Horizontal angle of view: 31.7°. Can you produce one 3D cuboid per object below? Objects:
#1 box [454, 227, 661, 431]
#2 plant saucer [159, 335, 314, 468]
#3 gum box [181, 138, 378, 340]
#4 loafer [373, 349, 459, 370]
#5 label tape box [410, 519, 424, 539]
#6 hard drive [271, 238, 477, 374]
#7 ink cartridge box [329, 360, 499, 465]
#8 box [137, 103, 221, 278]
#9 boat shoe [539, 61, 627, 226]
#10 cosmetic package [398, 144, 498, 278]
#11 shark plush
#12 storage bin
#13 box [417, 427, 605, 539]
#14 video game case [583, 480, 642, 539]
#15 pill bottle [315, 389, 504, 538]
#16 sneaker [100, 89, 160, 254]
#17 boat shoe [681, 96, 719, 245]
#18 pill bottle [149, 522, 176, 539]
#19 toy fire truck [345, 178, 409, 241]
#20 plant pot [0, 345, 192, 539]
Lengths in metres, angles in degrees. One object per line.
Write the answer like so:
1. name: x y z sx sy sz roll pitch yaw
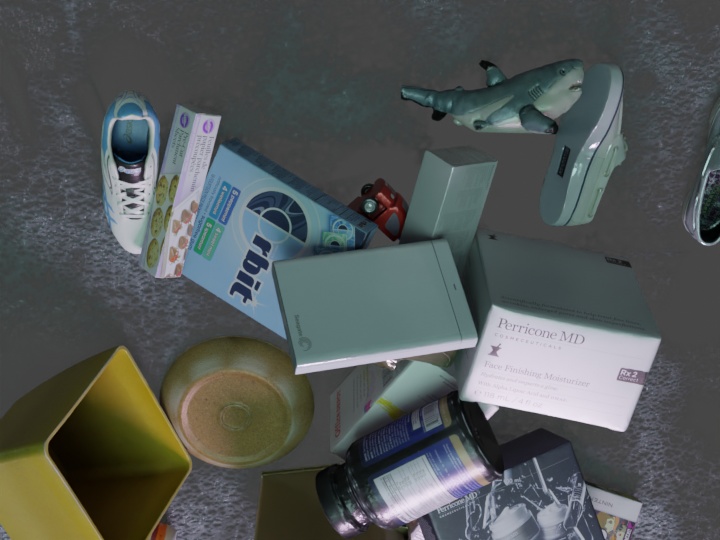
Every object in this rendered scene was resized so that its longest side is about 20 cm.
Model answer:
1. box: 0.216 0.064 1.465 0.198 0.200 0.131 11 117 -6
2. plant saucer: -0.158 0.178 1.615 0.199 0.035 0.201 0 116 0
3. gum box: -0.103 -0.029 1.468 0.200 0.045 0.170 31 114 10
4. loafer: 0.019 0.081 1.415 0.199 0.075 0.070 3 110 2
5. label tape box: 0.092 0.413 1.717 0.144 0.063 0.200 27 113 -13
6. hard drive: 0.014 0.036 1.373 0.199 0.132 0.027 -8 149 -12
7. ink cartridge box: 0.055 0.169 1.559 0.125 0.129 0.200 34 113 -16
8. box: -0.208 -0.090 1.453 0.039 0.041 0.201 -2 115 -48
9. boat shoe: 0.267 -0.140 1.444 0.070 0.071 0.201 2 117 -26
10. cosmetic package: 0.090 -0.043 1.474 0.082 0.051 0.201 -10 125 -44
11. shark plush: 0.150 -0.198 1.431 0.199 0.091 0.084 4 96 21
12. storage bin: -0.034 0.337 1.604 0.198 0.200 0.094 -6 114 3
13. box: 0.184 0.322 1.572 0.199 0.104 0.183 -22 96 -11
14. video game case: 0.255 0.368 1.662 0.181 0.036 0.201 20 89 -12
15. pill bottle: 0.054 0.227 1.454 0.200 0.112 0.112 -28 113 14
16. sneaker: -0.264 -0.105 1.453 0.072 0.073 0.201 1 118 -2
17. boat shoe: 0.424 -0.120 1.445 0.070 0.072 0.201 11 116 -6
18. pill bottle: -0.351 0.367 1.666 0.199 0.113 0.113 17 115 -8
19. toy fire truck: 0.000 0.000 1.518 0.200 0.049 0.141 -40 110 17
20. plant pot: -0.358 0.238 1.562 0.176 0.200 0.200 -11 118 28
